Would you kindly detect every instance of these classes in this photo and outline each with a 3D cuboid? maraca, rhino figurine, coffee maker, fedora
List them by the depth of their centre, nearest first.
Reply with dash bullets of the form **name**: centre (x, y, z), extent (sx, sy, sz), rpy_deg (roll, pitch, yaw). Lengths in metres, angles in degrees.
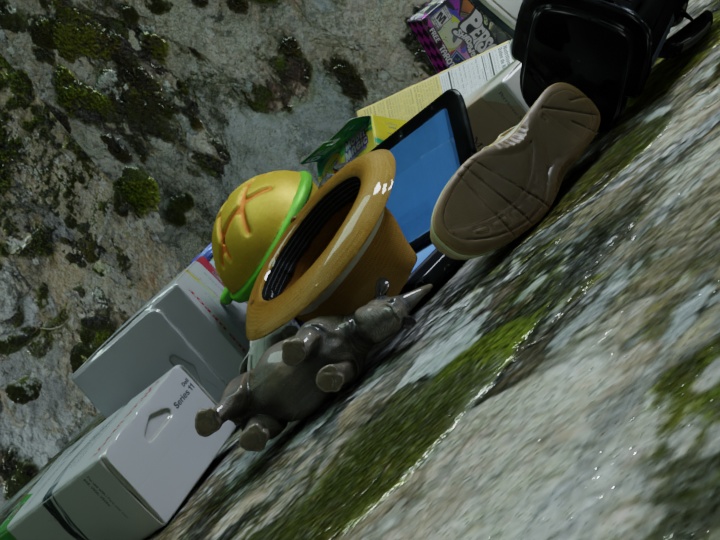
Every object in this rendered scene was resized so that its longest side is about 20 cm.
- **rhino figurine**: centre (-0.028, 0.065, 0.971), extent (0.200, 0.060, 0.087), rpy_deg (-37, -2, 13)
- **fedora**: centre (-0.014, -0.005, 1.061), extent (0.201, 0.082, 0.201), rpy_deg (-48, 18, 21)
- **coffee maker**: centre (0.214, -0.249, 1.125), extent (0.134, 0.193, 0.200), rpy_deg (2, 39, 31)
- **maraca**: centre (-0.091, -0.028, 1.243), extent (0.138, 0.107, 0.200), rpy_deg (-62, 12, -18)

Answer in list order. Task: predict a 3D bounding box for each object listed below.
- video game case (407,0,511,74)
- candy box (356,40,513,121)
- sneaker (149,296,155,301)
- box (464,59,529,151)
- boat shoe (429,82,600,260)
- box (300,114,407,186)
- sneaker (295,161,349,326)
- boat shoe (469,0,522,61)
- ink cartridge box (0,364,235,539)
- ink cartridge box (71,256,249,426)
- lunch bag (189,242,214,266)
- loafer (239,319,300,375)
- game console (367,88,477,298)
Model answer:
- **video game case**: centre (0.171, -0.266, 1.546), extent (0.181, 0.201, 0.036), rpy_deg (-42, 25, -20)
- **candy box**: centre (0.110, -0.176, 1.460), extent (0.199, 0.057, 0.117), rpy_deg (-21, -24, 26)
- **sneaker**: centre (-0.236, 0.126, 1.462), extent (0.066, 0.078, 0.201), rpy_deg (22, 95, 64)
- **box**: centre (0.137, -0.135, 1.273), extent (0.078, 0.095, 0.200), rpy_deg (-45, 5, -29)
- **boat shoe**: centre (0.118, -0.067, 1.020), extent (0.200, 0.074, 0.066), rpy_deg (-42, -7, -32)
- **box**: centre (0.043, -0.118, 1.435), extent (0.199, 0.049, 0.117), rpy_deg (7, -26, -33)
- **sneaker**: centre (-0.024, -0.010, 1.305), extent (0.075, 0.078, 0.201), rpy_deg (3, 60, 49)
- **boat shoe**: centre (0.180, -0.233, 1.261), extent (0.062, 0.199, 0.075), rpy_deg (-29, 46, 58)
- **ink cartridge box**: centre (-0.222, 0.191, 1.158), extent (0.200, 0.083, 0.147), rpy_deg (-37, 10, 37)
- **ink cartridge box**: centre (-0.177, 0.095, 1.319), extent (0.145, 0.145, 0.200), rpy_deg (-41, 5, 5)
- **lunch bag**: centre (-0.138, 0.005, 1.570), extent (0.200, 0.082, 0.161), rpy_deg (-38, -14, -46)
- **loafer**: centre (-0.078, 0.078, 1.161), extent (0.070, 0.070, 0.200), rpy_deg (-34, 6, -2)
- **game console**: centre (0.023, -0.040, 1.168), extent (0.176, 0.117, 0.200), rpy_deg (-44, 6, -33)
